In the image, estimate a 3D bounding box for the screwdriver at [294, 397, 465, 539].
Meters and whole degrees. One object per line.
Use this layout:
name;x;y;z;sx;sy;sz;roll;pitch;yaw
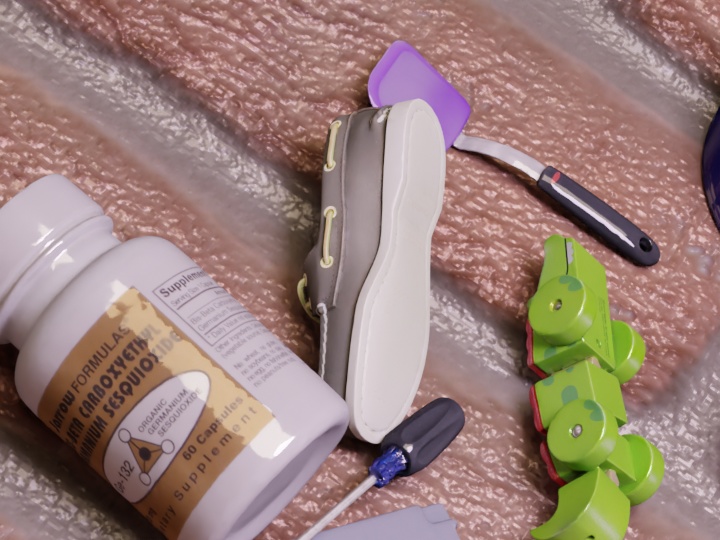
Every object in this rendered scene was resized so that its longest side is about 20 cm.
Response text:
screwdriver;0.001;0.117;1.548;0.029;0.028;0.200;3;25;29

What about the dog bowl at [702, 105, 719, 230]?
dog bowl;0.309;-0.063;1.767;0.200;0.079;0.200;9;57;-13

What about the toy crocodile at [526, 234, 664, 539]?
toy crocodile;0.120;0.069;1.633;0.068;0.062;0.200;36;39;-45

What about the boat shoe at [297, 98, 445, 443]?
boat shoe;0.001;0.001;1.632;0.060;0.072;0.202;-4;64;27

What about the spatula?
spatula;0.091;-0.061;1.726;0.200;0.021;0.057;33;53;3

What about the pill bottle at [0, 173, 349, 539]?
pill bottle;-0.113;0.047;1.530;0.200;0.114;0.114;42;55;10

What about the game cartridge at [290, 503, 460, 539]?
game cartridge;0.023;0.222;1.513;0.133;0.041;0.200;-11;62;-28
